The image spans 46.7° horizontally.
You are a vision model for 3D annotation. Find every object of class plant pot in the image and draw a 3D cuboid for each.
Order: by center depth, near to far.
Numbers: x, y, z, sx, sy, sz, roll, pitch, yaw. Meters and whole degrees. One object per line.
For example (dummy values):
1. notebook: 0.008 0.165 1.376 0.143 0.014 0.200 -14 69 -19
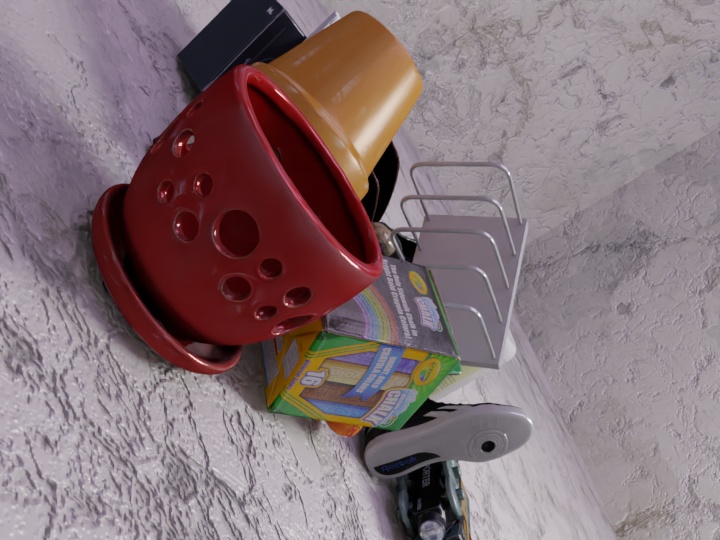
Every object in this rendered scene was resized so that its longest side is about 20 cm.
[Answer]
1. plant pot: -0.105 -0.034 0.681 0.202 0.180 0.201 54 14 -21
2. plant pot: -0.030 -0.191 0.975 0.200 0.183 0.200 45 -7 8

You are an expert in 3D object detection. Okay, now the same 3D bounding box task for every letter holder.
1. letter holder: -0.004 -0.101 1.200 0.201 0.099 0.145 112 -44 -65

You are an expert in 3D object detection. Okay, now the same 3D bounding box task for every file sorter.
1. file sorter: 0.105 -0.010 0.977 0.125 0.136 0.204 59 41 -51

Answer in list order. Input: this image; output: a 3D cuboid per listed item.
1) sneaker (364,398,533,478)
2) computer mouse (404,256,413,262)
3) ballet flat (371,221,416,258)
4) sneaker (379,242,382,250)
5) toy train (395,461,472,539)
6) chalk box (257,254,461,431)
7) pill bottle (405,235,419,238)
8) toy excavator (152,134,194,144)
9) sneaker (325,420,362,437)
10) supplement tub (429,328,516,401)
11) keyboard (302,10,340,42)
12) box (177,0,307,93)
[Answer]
1. sneaker: 0.097 0.169 0.982 0.113 0.195 0.075 -95 172 -61
2. computer mouse: 0.020 0.023 0.992 0.199 0.033 0.060 -33 123 -63
3. ballet flat: 0.055 -0.038 1.168 0.068 0.056 0.200 65 13 13
4. sneaker: 0.000 0.000 1.092 0.200 0.086 0.076 50 43 -51
5. toy train: 0.093 0.282 1.000 0.200 0.083 0.116 -73 144 -75
6. chalk box: 0.010 0.069 0.828 0.196 0.124 0.126 16 40 -30
7. pill bottle: 0.097 0.052 1.419 0.203 0.111 0.112 63 14 15
8. toy excavator: -0.148 -0.114 0.932 0.197 0.098 0.200 62 0 23
9. sneaker: -0.046 0.098 0.914 0.076 0.073 0.202 27 25 -41
10. supplement tub: 0.090 0.094 1.100 0.146 0.197 0.146 56 12 -18
11. keyboard: -0.086 -0.245 1.065 0.011 0.200 0.057 32 -18 36
12. box: -0.122 -0.256 1.132 0.107 0.148 0.200 51 4 41
